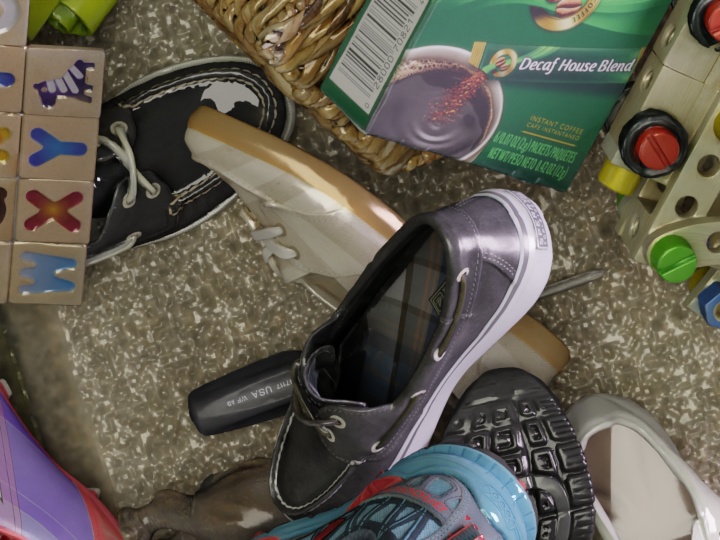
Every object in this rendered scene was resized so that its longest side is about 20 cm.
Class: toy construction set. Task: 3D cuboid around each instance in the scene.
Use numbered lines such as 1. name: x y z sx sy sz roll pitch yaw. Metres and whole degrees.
1. toy construction set: 0.176 -0.067 1.278 0.131 0.092 0.200 21 94 -18

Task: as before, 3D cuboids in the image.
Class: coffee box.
1. coffee box: 0.080 -0.136 1.219 0.044 0.123 0.200 47 114 46

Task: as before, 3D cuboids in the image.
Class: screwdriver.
1. screwdriver: 0.015 0.030 1.346 0.200 0.028 0.029 -24 62 0

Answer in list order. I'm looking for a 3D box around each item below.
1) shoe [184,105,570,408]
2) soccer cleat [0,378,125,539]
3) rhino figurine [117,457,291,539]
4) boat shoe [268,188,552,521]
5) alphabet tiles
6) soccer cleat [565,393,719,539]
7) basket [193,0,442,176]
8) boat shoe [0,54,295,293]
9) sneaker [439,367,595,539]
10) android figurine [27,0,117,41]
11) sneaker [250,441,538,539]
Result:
1. shoe: 0.000 0.000 1.297 0.200 0.070 0.053 36 84 -5
2. soccer cleat: -0.183 0.088 1.332 0.200 0.076 0.067 45 125 -1
3. rhino figurine: -0.025 0.176 1.336 0.087 0.060 0.200 -28 91 10
4. boat shoe: 0.005 0.042 1.236 0.200 0.066 0.070 -49 59 38
5. alphabet tiles: -0.194 -0.070 1.257 0.167 0.008 0.200 3 125 -9
6. soccer cleat: 0.155 0.139 1.306 0.069 0.078 0.200 -41 89 6
7. basket: 0.025 -0.161 1.298 0.200 0.143 0.149 -47 44 3
8. boat shoe: -0.124 -0.039 1.334 0.200 0.060 0.074 -21 91 7
9. sneaker: 0.069 0.136 1.300 0.076 0.091 0.200 -4 105 3
10. android figurine: -0.148 -0.186 1.285 0.041 0.182 0.200 20 67 40
11. sneaker: -0.019 0.142 1.232 0.079 0.096 0.200 49 128 1
